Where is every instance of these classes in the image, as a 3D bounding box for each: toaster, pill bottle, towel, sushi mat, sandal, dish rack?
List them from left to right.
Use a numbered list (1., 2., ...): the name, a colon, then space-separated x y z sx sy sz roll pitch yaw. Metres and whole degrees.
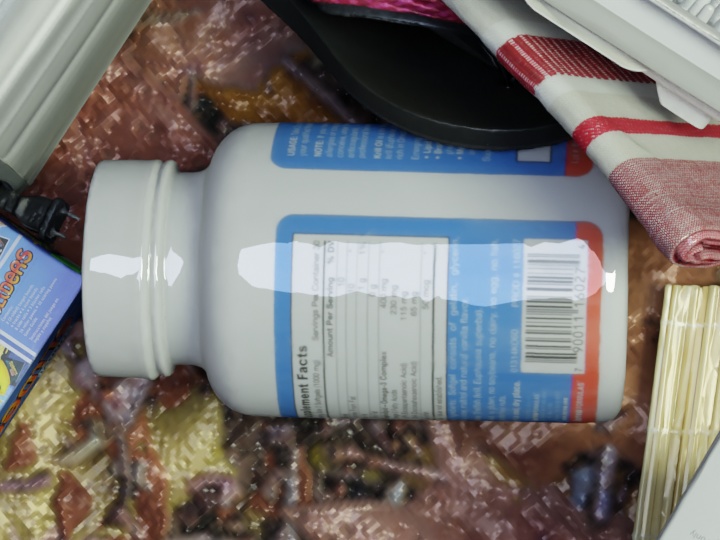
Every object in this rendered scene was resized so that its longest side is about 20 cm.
1. toaster: -0.160 -0.118 1.100 0.200 0.114 0.129 35 87 7
2. pill bottle: 0.000 0.000 1.082 0.199 0.112 0.113 2 86 4
3. sandal: 0.005 -0.109 1.081 0.200 0.075 0.045 38 134 27
4. dish rack: 0.086 -0.123 1.044 0.171 0.200 0.044 32 113 -9
5. towel: 0.087 -0.075 1.045 0.200 0.144 0.023 50 116 25
6. sushi mat: 0.152 0.106 1.113 0.095 0.012 0.201 8 87 4

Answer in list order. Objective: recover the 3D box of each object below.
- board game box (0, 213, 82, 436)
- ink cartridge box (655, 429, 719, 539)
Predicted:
1. board game box: -0.212 0.050 1.129 0.135 0.034 0.200 34 89 6
2. ink cartridge box: 0.123 0.163 1.013 0.084 0.145 0.200 29 80 18
